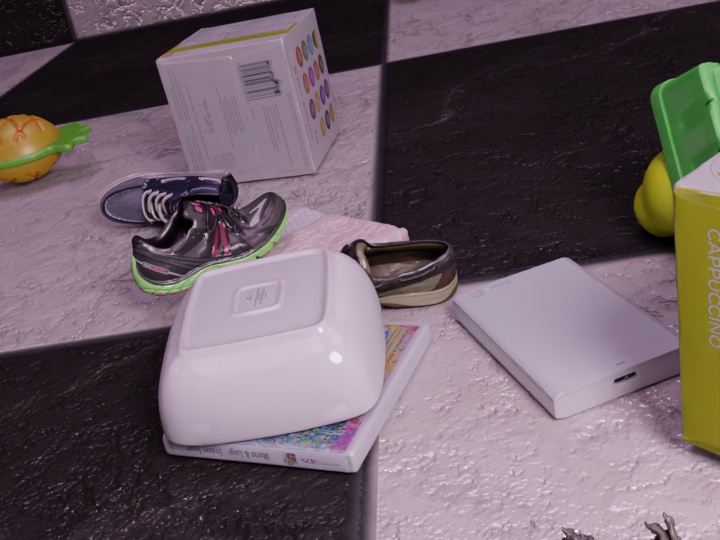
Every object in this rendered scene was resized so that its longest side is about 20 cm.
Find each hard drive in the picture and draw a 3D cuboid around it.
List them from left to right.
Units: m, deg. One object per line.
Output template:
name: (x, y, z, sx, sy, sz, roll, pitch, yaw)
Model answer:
hard drive: (0.180, 0.052, 0.832, 0.130, 0.027, 0.200, -18, 27, -12)

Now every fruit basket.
fruit basket: (0.354, -0.091, 0.909, 0.153, 0.219, 0.216, -11, 25, 2)

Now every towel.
towel: (-0.074, -0.014, 1.076, 0.189, 0.033, 0.199, 15, 37, 43)

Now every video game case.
video game case: (-0.050, 0.103, 0.834, 0.179, 0.024, 0.200, 0, 27, 24)

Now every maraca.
maraca: (-0.555, -0.211, 1.589, 0.196, 0.108, 0.138, -13, 33, -3)

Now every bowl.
bowl: (-0.081, 0.053, 0.817, 0.196, 0.076, 0.201, -11, 32, 7)

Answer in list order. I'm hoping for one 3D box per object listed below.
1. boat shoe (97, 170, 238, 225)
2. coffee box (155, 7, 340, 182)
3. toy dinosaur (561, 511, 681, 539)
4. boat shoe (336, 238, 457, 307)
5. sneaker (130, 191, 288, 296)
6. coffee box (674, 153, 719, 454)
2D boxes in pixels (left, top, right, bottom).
boat shoe: (-0.268, -0.094, 1.272, 0.196, 0.076, 0.093, -10, 18, 2)
coffee box: (-0.160, -0.264, 1.430, 0.196, 0.203, 0.198, -6, 25, 15)
toy dinosaur: (0.149, 0.189, 0.542, 0.196, 0.048, 0.089, -2, 42, 19)
boat shoe: (0.000, 0.000, 0.943, 0.196, 0.066, 0.074, -8, 41, -5)
sneaker: (-0.165, -0.043, 1.046, 0.198, 0.085, 0.076, -29, 30, -28)
coffee box: (0.341, 0.015, 0.610, 0.196, 0.203, 0.198, -30, 31, -33)
